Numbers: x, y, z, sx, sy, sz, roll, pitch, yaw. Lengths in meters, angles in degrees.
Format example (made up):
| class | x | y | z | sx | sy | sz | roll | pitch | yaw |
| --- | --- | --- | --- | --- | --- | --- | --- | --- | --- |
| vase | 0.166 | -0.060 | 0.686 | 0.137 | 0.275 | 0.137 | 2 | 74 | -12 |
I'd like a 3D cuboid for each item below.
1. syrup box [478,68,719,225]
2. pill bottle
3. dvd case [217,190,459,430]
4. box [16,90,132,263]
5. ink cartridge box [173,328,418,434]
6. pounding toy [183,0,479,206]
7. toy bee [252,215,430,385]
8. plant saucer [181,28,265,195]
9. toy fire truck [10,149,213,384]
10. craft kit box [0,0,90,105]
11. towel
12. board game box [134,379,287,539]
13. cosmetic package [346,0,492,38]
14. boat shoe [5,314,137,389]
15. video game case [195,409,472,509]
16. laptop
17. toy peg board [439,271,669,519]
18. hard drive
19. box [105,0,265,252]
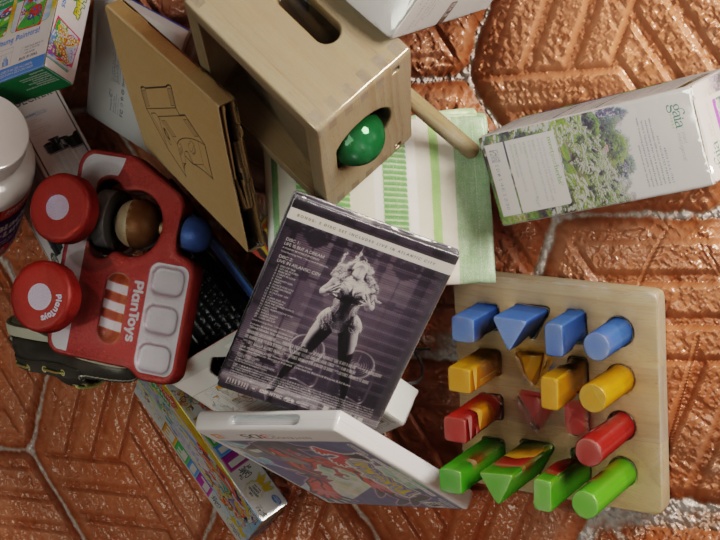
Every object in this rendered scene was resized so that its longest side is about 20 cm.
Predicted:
| class | x | y | z | sx | sy | sz | roll | pitch | yaw |
| --- | --- | --- | --- | --- | --- | --- | --- | --- | --- |
| syrup box | 0.204 | -0.099 | 1.301 | 0.199 | 0.081 | 0.079 | -11 | 100 | 36 |
| pill bottle | -0.380 | -0.090 | 1.579 | 0.112 | 0.111 | 0.200 | 54 | 151 | 9 |
| dvd case | -0.022 | 0.040 | 1.365 | 0.147 | 0.016 | 0.201 | 19 | 120 | -10 |
| box | -0.311 | -0.090 | 1.647 | 0.201 | 0.060 | 0.117 | 60 | 151 | 4 |
| ink cartridge box | -0.070 | 0.106 | 1.493 | 0.173 | 0.044 | 0.200 | 36 | 147 | -17 |
| pounding toy | -0.017 | -0.154 | 1.310 | 0.200 | 0.142 | 0.184 | 44 | 167 | 16 |
| toy bee | 0.000 | 0.000 | 1.456 | 0.199 | 0.132 | 0.109 | 23 | 142 | -16 |
| plant saucer | -0.064 | -0.166 | 1.436 | 0.198 | 0.035 | 0.202 | 3 | 108 | 10 |
| toy fire truck | -0.220 | -0.005 | 1.500 | 0.166 | 0.112 | 0.202 | 11 | 87 | 19 |
| craft kit box | -0.347 | -0.254 | 1.590 | 0.199 | 0.048 | 0.199 | -11 | 63 | 37 |
| towel | 0.015 | -0.060 | 1.400 | 0.198 | 0.023 | 0.154 | -3 | 85 | 4 |
| board game box | -0.154 | 0.176 | 1.621 | 0.201 | 0.034 | 0.135 | 53 | 159 | 9 |
| cosmetic package | 0.066 | -0.254 | 1.271 | 0.074 | 0.200 | 0.102 | 43 | 121 | 12 |
| boat shoe | -0.300 | 0.092 | 1.717 | 0.200 | 0.071 | 0.061 | 14 | 116 | 38 |
| video game case | -0.024 | 0.175 | 1.480 | 0.181 | 0.200 | 0.023 | -5 | 61 | 42 |
| laptop | -0.165 | 0.034 | 1.580 | 0.200 | 0.103 | 0.178 | -44 | 78 | 28 |
| toy peg board | 0.156 | 0.115 | 1.390 | 0.198 | 0.098 | 0.201 | 6 | 108 | 33 |
| hard drive | -0.197 | -0.179 | 1.554 | 0.199 | 0.025 | 0.133 | 32 | 124 | 40 |
| box | -0.153 | -0.127 | 1.407 | 0.200 | 0.021 | 0.164 | 42 | 152 | 40 |
